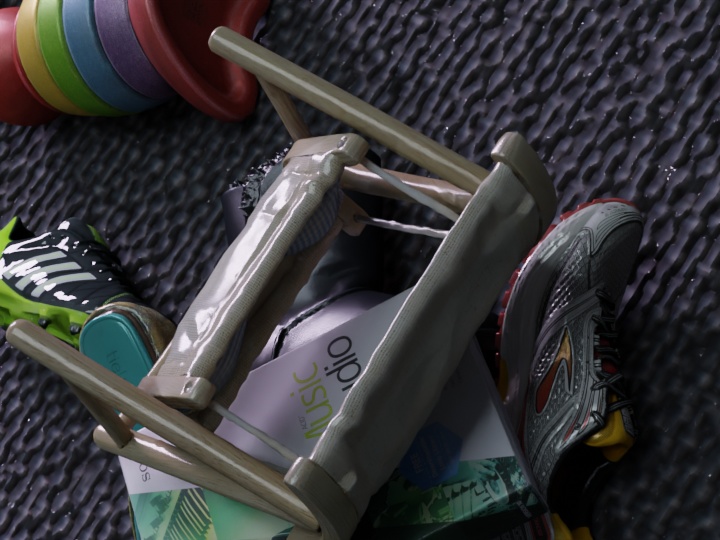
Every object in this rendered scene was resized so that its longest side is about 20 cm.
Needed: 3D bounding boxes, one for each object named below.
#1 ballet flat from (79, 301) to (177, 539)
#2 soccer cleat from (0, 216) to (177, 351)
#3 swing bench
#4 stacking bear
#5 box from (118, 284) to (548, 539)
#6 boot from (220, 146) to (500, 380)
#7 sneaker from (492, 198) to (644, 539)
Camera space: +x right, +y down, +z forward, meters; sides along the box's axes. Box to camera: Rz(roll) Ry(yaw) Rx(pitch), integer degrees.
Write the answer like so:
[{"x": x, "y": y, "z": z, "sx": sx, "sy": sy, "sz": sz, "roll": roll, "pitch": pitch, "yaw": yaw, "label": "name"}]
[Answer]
[{"x": -0.103, "y": 0.111, "z": 1.374, "sx": 0.071, "sy": 0.071, "sz": 0.200, "roll": -25, "pitch": 80, "yaw": 24, "label": "ballet flat"}, {"x": -0.171, "y": 0.011, "z": 1.487, "sx": 0.200, "sy": 0.068, "sz": 0.081, "roll": 16, "pitch": 65, "yaw": 41, "label": "soccer cleat"}, {"x": -0.027, "y": 0.017, "z": 1.185, "sx": 0.200, "sy": 0.130, "sz": 0.199, "roll": 24, "pitch": 71, "yaw": 31, "label": "swing bench"}, {"x": -0.172, "y": -0.145, "z": 1.542, "sx": 0.200, "sy": 0.114, "sz": 0.122, "roll": -12, "pitch": 60, "yaw": 36, "label": "stacking bear"}, {"x": -0.019, "y": 0.104, "z": 1.223, "sx": 0.200, "sy": 0.036, "sz": 0.144, "roll": -29, "pitch": 49, "yaw": 9, "label": "box"}, {"x": 0.000, "y": 0.000, "z": 1.355, "sx": 0.200, "sy": 0.076, "sz": 0.168, "roll": -18, "pitch": 61, "yaw": 35, "label": "boot"}, {"x": 0.115, "y": 0.061, "z": 1.251, "sx": 0.082, "sy": 0.078, "sz": 0.200, "roll": 13, "pitch": 85, "yaw": 36, "label": "sneaker"}]
